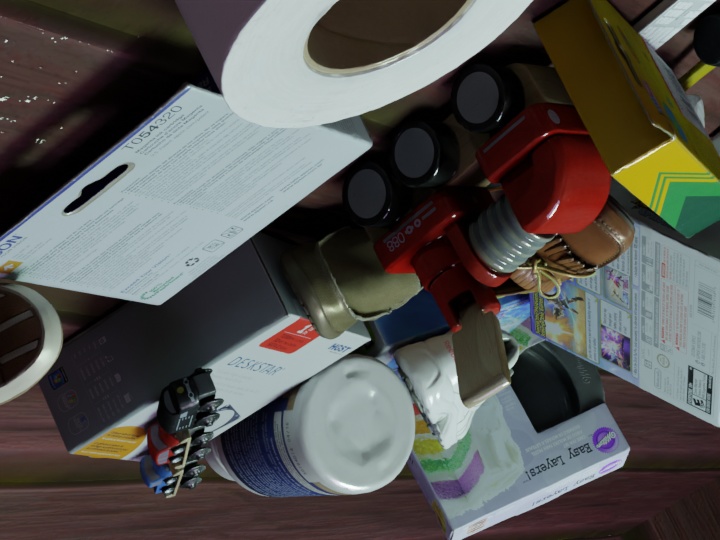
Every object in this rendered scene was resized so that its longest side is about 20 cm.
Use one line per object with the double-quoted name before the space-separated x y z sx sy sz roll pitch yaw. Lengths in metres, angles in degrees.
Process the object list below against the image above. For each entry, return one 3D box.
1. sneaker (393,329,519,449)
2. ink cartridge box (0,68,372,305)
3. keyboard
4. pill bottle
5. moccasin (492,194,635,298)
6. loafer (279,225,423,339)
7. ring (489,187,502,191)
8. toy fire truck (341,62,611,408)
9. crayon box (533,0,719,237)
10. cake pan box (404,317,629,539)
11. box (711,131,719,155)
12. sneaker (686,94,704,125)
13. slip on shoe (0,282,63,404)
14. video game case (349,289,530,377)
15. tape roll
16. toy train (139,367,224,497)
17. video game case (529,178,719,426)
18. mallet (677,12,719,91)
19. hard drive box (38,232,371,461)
"sneaker" 0.091 0.091 1.498 0.099 0.078 0.200 -28 168 -1
"ink cartridge box" -0.120 -0.054 1.089 0.196 0.043 0.200 -35 156 23
"keyboard" 0.195 -0.157 1.284 0.200 0.011 0.056 -39 157 32
"pill bottle" -0.052 0.131 1.475 0.111 0.112 0.200 -14 180 -34
"moccasin" 0.127 -0.015 1.316 0.078 0.074 0.201 -51 -158 -27
"loafer" 0.000 0.000 1.302 0.067 0.076 0.200 -31 177 15
"ring" 0.078 -0.026 1.451 0.200 0.019 0.201 -24 161 -9
"toy fire truck" 0.092 -0.019 1.211 0.176 0.201 0.128 -39 158 32
"crayon box" 0.184 -0.108 1.201 0.051 0.127 0.200 -31 154 17
"cake pan box" 0.130 0.134 1.676 0.199 0.185 0.052 -21 160 -13
"box" 0.429 -0.126 1.521 0.152 0.107 0.200 -5 151 -48
"sneaker" 0.219 -0.067 1.387 0.081 0.077 0.200 7 150 3
"slip on shoe" -0.249 0.060 1.125 0.200 0.076 0.060 -26 161 35
"video game case" 0.060 0.052 1.550 0.199 0.046 0.181 -18 167 -29
"tape roll" 0.004 -0.160 0.934 0.202 0.071 0.203 -23 161 -9
"toy train" -0.133 0.123 1.300 0.046 0.034 0.200 -17 158 -18
"video game case" 0.214 0.010 1.385 0.045 0.181 0.200 -47 148 -28
"mallet" 0.245 -0.135 1.372 0.066 0.041 0.200 -10 159 -31
"hard drive box" -0.116 0.061 1.332 0.200 0.077 0.156 -33 160 16
